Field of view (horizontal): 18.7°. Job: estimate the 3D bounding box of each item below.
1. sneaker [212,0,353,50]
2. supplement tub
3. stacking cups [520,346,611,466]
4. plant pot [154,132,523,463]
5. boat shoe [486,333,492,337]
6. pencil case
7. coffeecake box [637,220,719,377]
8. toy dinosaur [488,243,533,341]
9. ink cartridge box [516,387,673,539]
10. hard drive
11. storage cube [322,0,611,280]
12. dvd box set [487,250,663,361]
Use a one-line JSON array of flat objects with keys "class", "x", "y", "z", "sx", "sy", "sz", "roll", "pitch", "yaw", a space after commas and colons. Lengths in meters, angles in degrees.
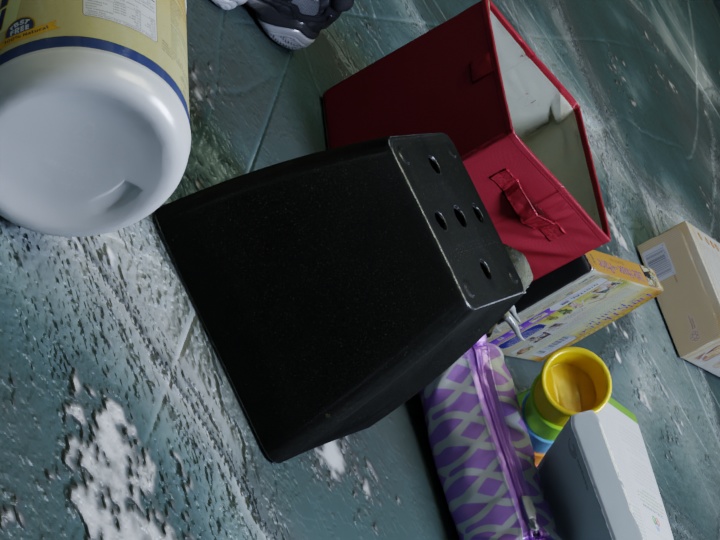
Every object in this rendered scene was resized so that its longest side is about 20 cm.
[{"class": "sneaker", "x": -0.065, "y": -0.265, "z": 1.849, "sx": 0.200, "sy": 0.113, "sz": 0.076, "roll": 31, "pitch": 36, "yaw": -53}, {"class": "supplement tub", "x": -0.180, "y": -0.137, "z": 1.385, "sx": 0.144, "sy": 0.144, "sz": 0.201, "roll": 44, "pitch": 27, "yaw": -38}, {"class": "stacking cups", "x": 0.151, "y": 0.124, "z": 1.826, "sx": 0.200, "sy": 0.060, "sz": 0.061, "roll": 120, "pitch": -50, "yaw": -65}, {"class": "plant pot", "x": 0.000, "y": 0.000, "z": 1.592, "sx": 0.201, "sy": 0.177, "sz": 0.200, "roll": 63, "pitch": 22, "yaw": 6}, {"class": "boat shoe", "x": 0.046, "y": 0.013, "z": 1.836, "sx": 0.201, "sy": 0.071, "sz": 0.061, "roll": 37, "pitch": 36, "yaw": -36}, {"class": "pencil case", "x": 0.104, "y": 0.154, "z": 1.766, "sx": 0.086, "sy": 0.083, "sz": 0.201, "roll": 107, "pitch": -31, "yaw": -58}, {"class": "coffeecake box", "x": 0.430, "y": 0.043, "z": 2.675, "sx": 0.200, "sy": 0.073, "sz": 0.155, "roll": 24, "pitch": 42, "yaw": -58}, {"class": "toy dinosaur", "x": 0.097, "y": 0.000, "z": 1.747, "sx": 0.200, "sy": 0.101, "sz": 0.078, "roll": 114, "pitch": -20, "yaw": -77}, {"class": "ink cartridge box", "x": 0.215, "y": 0.209, "z": 1.975, "sx": 0.148, "sy": 0.075, "sz": 0.201, "roll": 34, "pitch": 36, "yaw": -52}, {"class": "hard drive", "x": 0.174, "y": 0.214, "z": 1.768, "sx": 0.200, "sy": 0.026, "sz": 0.133, "roll": 112, "pitch": -37, "yaw": -61}, {"class": "storage cube", "x": 0.090, "y": -0.091, "z": 1.906, "sx": 0.171, "sy": 0.179, "sz": 0.201, "roll": 43, "pitch": 29, "yaw": -40}, {"class": "dvd box set", "x": 0.184, "y": 0.033, "z": 2.019, "sx": 0.200, "sy": 0.146, "sz": 0.030, "roll": 12, "pitch": 51, "yaw": -63}]
